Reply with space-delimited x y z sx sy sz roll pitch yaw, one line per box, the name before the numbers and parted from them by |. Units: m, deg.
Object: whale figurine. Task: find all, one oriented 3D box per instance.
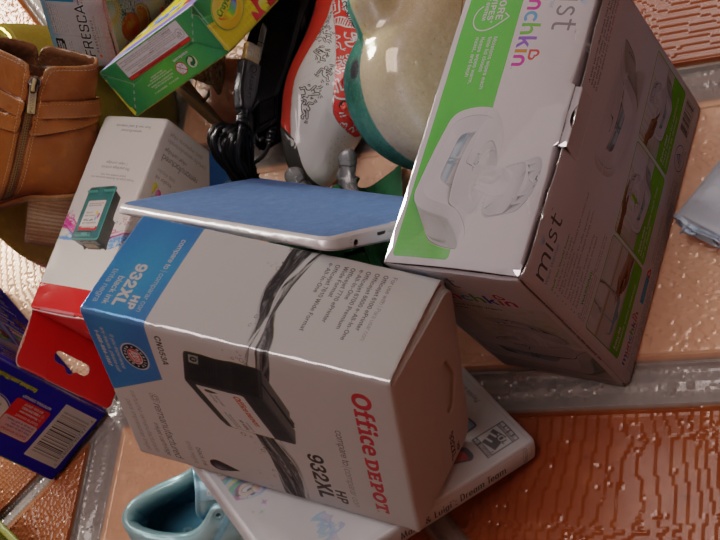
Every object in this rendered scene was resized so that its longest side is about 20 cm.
whale figurine | 0.051 -0.166 0.996 0.104 0.159 0.200 -12 69 57

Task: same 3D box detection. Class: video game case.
video game case | -0.018 0.099 0.928 0.182 0.024 0.200 -29 49 -18

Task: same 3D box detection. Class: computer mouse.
computer mouse | -0.078 -0.147 1.064 0.046 0.140 0.200 12 72 10

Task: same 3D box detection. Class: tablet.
tablet | -0.046 -0.037 0.912 0.200 0.130 0.014 10 107 43

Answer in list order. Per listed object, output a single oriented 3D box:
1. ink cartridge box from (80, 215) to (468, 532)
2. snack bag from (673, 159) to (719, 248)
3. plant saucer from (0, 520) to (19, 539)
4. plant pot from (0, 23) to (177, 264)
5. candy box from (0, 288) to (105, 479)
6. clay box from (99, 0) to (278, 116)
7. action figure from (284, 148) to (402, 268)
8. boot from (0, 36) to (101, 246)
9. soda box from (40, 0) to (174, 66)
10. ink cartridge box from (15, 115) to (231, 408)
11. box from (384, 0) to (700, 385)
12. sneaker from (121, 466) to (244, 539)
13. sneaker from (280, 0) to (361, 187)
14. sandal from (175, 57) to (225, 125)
ink cartridge box | -0.047 0.061 0.852 0.200 0.145 0.084 12 50 22
snack bag | 0.314 -0.063 0.847 0.189 0.021 0.200 36 88 40
plant saucer | -0.311 0.276 1.064 0.200 0.048 0.200 31 86 40
plant pot | -0.274 -0.124 1.180 0.200 0.142 0.200 -14 61 27
candy box | -0.315 0.053 1.100 0.077 0.169 0.200 -48 50 1
clay box | -0.103 -0.206 1.082 0.115 0.048 0.200 -26 22 40
action figure | 0.000 0.000 0.968 0.118 0.055 0.200 -21 48 -2
boot | -0.292 -0.100 1.064 0.074 0.200 0.155 -115 31 -55
soda box | -0.171 -0.237 1.155 0.068 0.064 0.200 7 36 26
ink cartridge box | -0.168 -0.001 1.067 0.067 0.116 0.200 7 72 34
box | 0.120 -0.056 0.869 0.097 0.176 0.200 7 72 35
sneaker | -0.070 0.152 0.948 0.200 0.082 0.074 -26 56 18
sneaker | 0.011 -0.156 1.060 0.108 0.067 0.202 -4 63 34
sandal | -0.145 -0.192 1.175 0.070 0.078 0.212 -47 45 3
